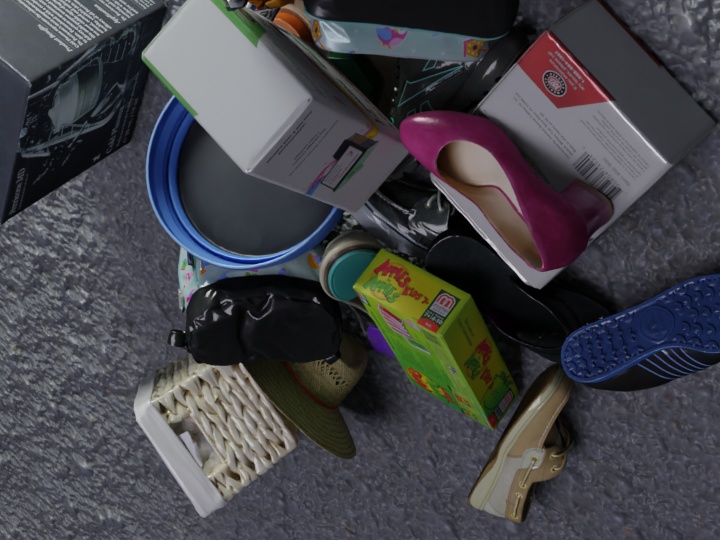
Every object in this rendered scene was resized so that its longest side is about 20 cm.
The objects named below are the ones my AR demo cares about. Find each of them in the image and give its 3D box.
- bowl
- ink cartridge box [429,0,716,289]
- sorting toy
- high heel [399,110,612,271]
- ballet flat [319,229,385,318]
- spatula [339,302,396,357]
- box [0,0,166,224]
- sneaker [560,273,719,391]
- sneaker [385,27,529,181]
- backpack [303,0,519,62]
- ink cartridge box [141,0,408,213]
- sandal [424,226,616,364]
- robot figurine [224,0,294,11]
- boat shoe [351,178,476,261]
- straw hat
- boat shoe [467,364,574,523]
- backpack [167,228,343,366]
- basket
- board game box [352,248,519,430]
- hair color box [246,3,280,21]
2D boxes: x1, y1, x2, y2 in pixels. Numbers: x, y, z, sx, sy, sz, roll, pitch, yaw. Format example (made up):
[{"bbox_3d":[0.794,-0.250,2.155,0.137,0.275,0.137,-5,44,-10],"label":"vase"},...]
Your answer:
[{"bbox_3d":[-0.095,-0.097,1.501,0.201,0.039,0.201,-4,79,19],"label":"bowl"},{"bbox_3d":[0.168,-0.101,1.366,0.147,0.083,0.200,48,139,5],"label":"ink cartridge box"},{"bbox_3d":[-0.026,-0.222,1.489,0.200,0.036,0.185,37,136,16],"label":"sorting toy"},{"bbox_3d":[0.095,-0.063,1.322,0.200,0.096,0.067,33,135,22],"label":"high heel"},{"bbox_3d":[0.000,0.000,1.545,0.069,0.069,0.200,26,170,26],"label":"ballet flat"},{"bbox_3d":[-0.015,0.040,1.670,0.200,0.021,0.057,35,160,24],"label":"spatula"},{"bbox_3d":[-0.316,-0.187,1.649,0.124,0.197,0.200,39,137,14],"label":"box"},{"bbox_3d":[0.271,0.054,1.402,0.200,0.078,0.070,-17,71,27],"label":"sneaker"},{"bbox_3d":[0.063,-0.157,1.429,0.079,0.075,0.200,42,128,-1],"label":"sneaker"},{"bbox_3d":[0.035,-0.261,1.287,0.176,0.200,0.153,2,140,-7],"label":"backpack"},{"bbox_3d":[-0.064,-0.136,1.363,0.084,0.200,0.145,-48,67,12],"label":"ink cartridge box"},{"bbox_3d":[0.143,0.036,1.459,0.200,0.048,0.075,28,123,-11],"label":"sandal"},{"bbox_3d":[-0.082,-0.267,1.269,0.058,0.200,0.145,-5,90,5],"label":"robot figurine"},{"bbox_3d":[0.077,-0.045,1.507,0.200,0.072,0.071,31,127,6],"label":"boat shoe"},{"bbox_3d":[-0.040,0.094,1.672,0.085,0.201,0.201,-44,84,8],"label":"straw hat"},{"bbox_3d":[0.166,0.167,1.573,0.066,0.074,0.200,29,137,6],"label":"boat shoe"},{"bbox_3d":[-0.099,-0.011,1.593,0.200,0.167,0.127,-102,23,-43],"label":"backpack"},{"bbox_3d":[-0.146,0.150,1.723,0.136,0.123,0.200,57,-179,-8],"label":"basket"},{"bbox_3d":[0.073,0.066,1.519,0.102,0.048,0.200,29,164,30],"label":"board game box"},{"bbox_3d":[-0.082,-0.312,1.418,0.100,0.061,0.200,42,120,14],"label":"hair color box"}]
